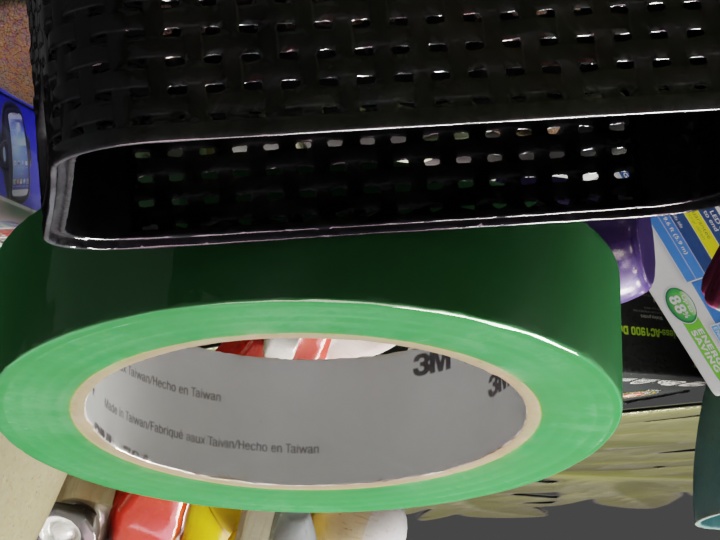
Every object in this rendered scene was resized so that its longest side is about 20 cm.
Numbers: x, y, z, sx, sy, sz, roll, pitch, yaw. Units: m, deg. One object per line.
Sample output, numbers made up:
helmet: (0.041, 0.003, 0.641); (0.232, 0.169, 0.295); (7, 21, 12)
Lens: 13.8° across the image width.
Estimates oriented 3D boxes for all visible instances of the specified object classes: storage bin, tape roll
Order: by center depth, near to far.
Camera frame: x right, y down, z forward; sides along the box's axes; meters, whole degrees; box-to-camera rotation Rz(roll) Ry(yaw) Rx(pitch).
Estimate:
storage bin: (0.013, -0.067, 0.792); (0.200, 0.094, 0.135); (-3, 170, -8)
tape roll: (-0.017, 0.025, 0.942); (0.200, 0.048, 0.200); (1, 159, 0)

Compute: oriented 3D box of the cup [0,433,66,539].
cup: (-0.194, 0.054, 1.225); (0.200, 0.143, 0.200); (-5, 169, -1)

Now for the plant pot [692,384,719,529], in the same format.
plant pot: (0.252, 0.045, 1.417); (0.200, 0.135, 0.200); (-4, 170, -1)

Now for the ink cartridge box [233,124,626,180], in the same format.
ink cartridge box: (-0.017, -0.040, 1.078); (0.160, 0.047, 0.200); (-1, 172, -23)

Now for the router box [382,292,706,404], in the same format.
router box: (0.068, 0.033, 1.464); (0.150, 0.062, 0.200); (-12, 168, 41)

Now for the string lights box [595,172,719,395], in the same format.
string lights box: (0.172, -0.029, 1.027); (0.059, 0.103, 0.200); (-37, -173, -30)

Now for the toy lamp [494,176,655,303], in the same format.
toy lamp: (0.000, 0.000, 1.020); (0.200, 0.058, 0.058); (-5, 170, 15)

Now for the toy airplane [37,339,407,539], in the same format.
toy airplane: (-0.033, 0.074, 1.264); (0.141, 0.200, 0.199); (35, 165, -13)

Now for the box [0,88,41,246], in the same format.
box: (-0.173, -0.032, 0.987); (0.200, 0.042, 0.119); (1, 172, 17)

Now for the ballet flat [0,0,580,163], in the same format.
ballet flat: (-0.030, -0.057, 0.899); (0.200, 0.067, 0.068); (-4, 170, -2)

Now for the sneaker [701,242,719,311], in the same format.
sneaker: (0.158, -0.013, 0.877); (0.088, 0.081, 0.200); (27, -168, 6)
